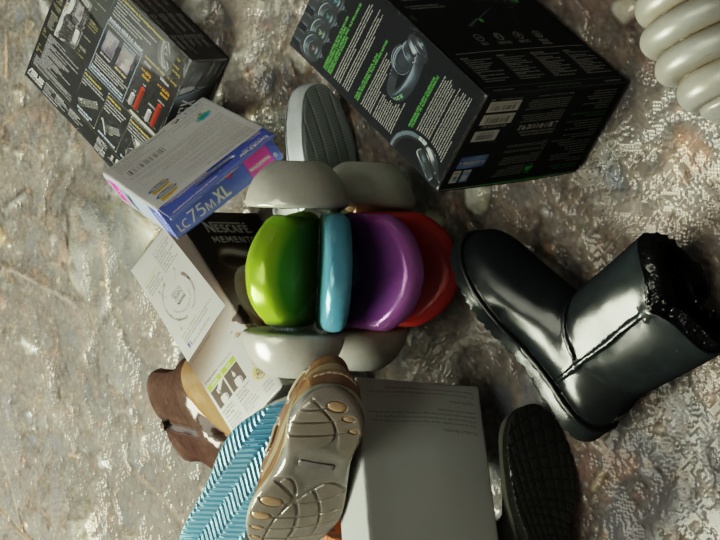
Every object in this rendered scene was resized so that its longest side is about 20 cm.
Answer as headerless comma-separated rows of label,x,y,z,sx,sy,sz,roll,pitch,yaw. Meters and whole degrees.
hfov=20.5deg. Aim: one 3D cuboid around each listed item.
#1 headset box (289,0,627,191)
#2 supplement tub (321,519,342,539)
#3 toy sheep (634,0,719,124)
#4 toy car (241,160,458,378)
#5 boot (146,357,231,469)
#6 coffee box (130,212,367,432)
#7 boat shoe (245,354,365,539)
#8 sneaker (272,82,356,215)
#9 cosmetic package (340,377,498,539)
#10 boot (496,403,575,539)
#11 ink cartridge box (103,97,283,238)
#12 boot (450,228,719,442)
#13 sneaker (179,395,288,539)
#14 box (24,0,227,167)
headset box,0.070,-0.163,1.532,0.200,0.174,0.093,46,125,28
supplement tub,-0.032,0.297,1.748,0.123,0.123,0.200,32,118,36
toy sheep,0.257,-0.170,1.380,0.138,0.138,0.200,-31,76,42
toy car,0.000,0.000,1.615,0.150,0.200,0.175,6,95,38
boot,-0.119,0.169,1.863,0.166,0.072,0.200,-19,97,61
coffee box,-0.100,0.046,1.767,0.080,0.113,0.200,-51,61,30
boat shoe,-0.042,0.149,1.605,0.072,0.076,0.200,-90,20,-49
sneaker,-0.046,-0.061,1.733,0.071,0.073,0.200,-2,96,41
cosmetic package,0.044,0.191,1.601,0.081,0.113,0.200,115,158,-52
boot,0.116,0.215,1.635,0.131,0.068,0.200,-14,84,53
ink cartridge box,-0.144,-0.089,1.747,0.042,0.119,0.200,55,169,-23
boot,0.177,0.015,1.526,0.200,0.076,0.168,56,134,13
sneaker,-0.084,0.174,1.707,0.077,0.081,0.200,41,119,7
box,-0.227,-0.195,1.900,0.200,0.050,0.158,45,125,29
